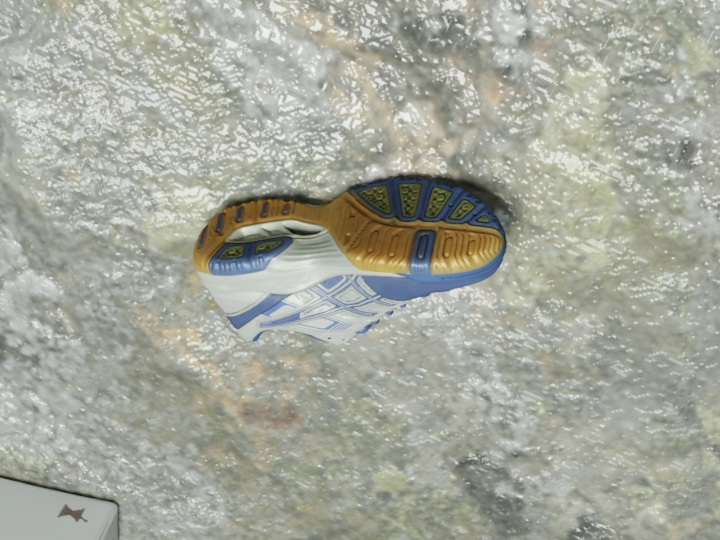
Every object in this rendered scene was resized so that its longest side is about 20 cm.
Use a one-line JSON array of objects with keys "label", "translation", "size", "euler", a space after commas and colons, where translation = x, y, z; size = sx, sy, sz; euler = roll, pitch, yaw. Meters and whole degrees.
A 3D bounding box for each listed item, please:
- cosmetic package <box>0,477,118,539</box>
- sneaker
[{"label": "cosmetic package", "translation": [-0.273, 0.271, 1.344], "size": [0.164, 0.165, 0.201], "euler": [11, 123, 9]}, {"label": "sneaker", "translation": [0.000, 0.000, 1.164], "size": [0.198, 0.076, 0.089], "euler": [-1, 133, 24]}]
